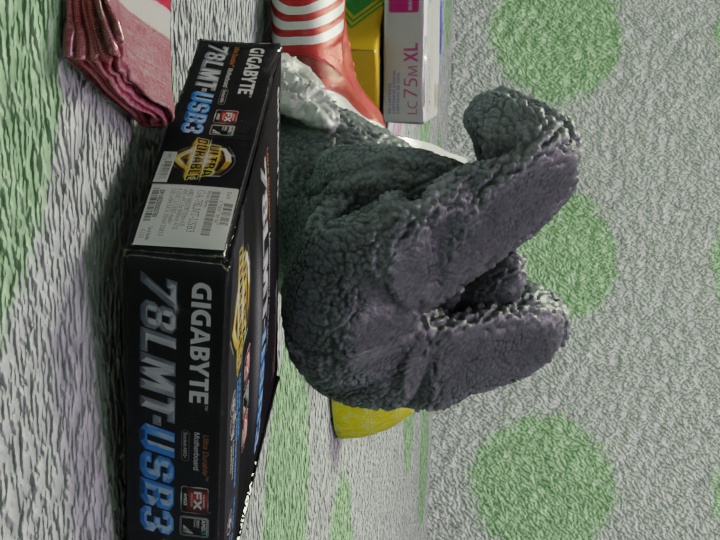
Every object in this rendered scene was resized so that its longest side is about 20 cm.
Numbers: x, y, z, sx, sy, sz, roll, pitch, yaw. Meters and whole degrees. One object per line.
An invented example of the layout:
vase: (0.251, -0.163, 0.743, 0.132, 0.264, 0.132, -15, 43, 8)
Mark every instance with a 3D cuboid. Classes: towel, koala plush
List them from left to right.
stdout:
towel: (-0.090, -0.169, 0.771, 0.144, 0.022, 0.202, 50, 42, -83)
koala plush: (-0.004, -0.031, 1.067, 0.200, 0.183, 0.179, 41, -37, 40)

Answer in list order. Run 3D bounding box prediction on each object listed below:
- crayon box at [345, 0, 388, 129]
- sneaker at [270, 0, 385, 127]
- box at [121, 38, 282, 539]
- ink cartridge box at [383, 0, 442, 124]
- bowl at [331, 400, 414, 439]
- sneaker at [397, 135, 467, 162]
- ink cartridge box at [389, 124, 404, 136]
crayon box: (-0.004, -0.157, 1.547, 0.201, 0.051, 0.127, -80, 170, -54)
sneaker: (-0.018, -0.145, 1.263, 0.200, 0.077, 0.117, 16, 77, -86)
box: (-0.070, 0.025, 0.876, 0.199, 0.049, 0.202, -78, 173, -58)
ink cartridge box: (0.045, -0.186, 1.578, 0.200, 0.042, 0.121, -40, 131, -80)
bowl: (0.035, 0.058, 1.751, 0.200, 0.107, 0.202, 2, 90, -84)
sneaker: (0.042, -0.080, 1.744, 0.200, 0.078, 0.080, 13, 87, -61)
ink cartridge box: (0.021, -0.122, 1.886, 0.197, 0.043, 0.202, -79, 169, -60)
